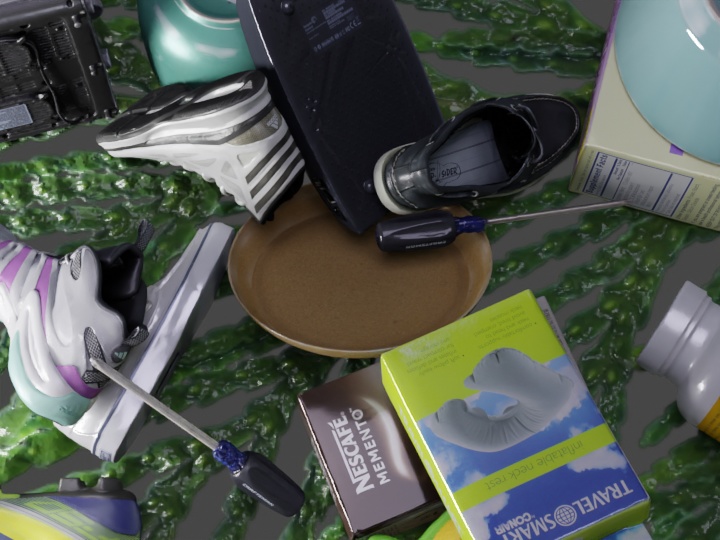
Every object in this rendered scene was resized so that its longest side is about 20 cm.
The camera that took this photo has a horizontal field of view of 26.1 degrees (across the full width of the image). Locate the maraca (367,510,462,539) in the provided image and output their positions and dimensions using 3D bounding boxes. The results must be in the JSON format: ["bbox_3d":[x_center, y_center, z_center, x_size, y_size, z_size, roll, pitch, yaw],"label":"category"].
[{"bbox_3d":[0.090,0.226,1.095,0.198,0.107,0.138,-14,88,4],"label":"maraca"}]

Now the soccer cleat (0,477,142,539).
[{"bbox_3d":[-0.258,0.197,1.124,0.198,0.065,0.084,-4,78,-1],"label":"soccer cleat"}]

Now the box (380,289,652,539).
[{"bbox_3d":[0.107,0.123,1.057,0.121,0.048,0.201,-23,61,-8],"label":"box"}]

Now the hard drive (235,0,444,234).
[{"bbox_3d":[-0.012,-0.143,1.181,0.135,0.042,0.201,-38,111,-35],"label":"hard drive"}]

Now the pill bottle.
[{"bbox_3d":[0.306,0.092,1.141,0.199,0.104,0.105,33,74,10],"label":"pill bottle"}]

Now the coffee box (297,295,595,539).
[{"bbox_3d":[0.065,0.114,1.144,0.199,0.080,0.114,-22,73,-8],"label":"coffee box"}]

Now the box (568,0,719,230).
[{"bbox_3d":[0.283,-0.132,1.220,0.198,0.097,0.177,15,72,3],"label":"box"}]

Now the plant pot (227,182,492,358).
[{"bbox_3d":[0.000,0.000,1.170,0.198,0.028,0.201,-1,42,1],"label":"plant pot"}]

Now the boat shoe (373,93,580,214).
[{"bbox_3d":[0.105,-0.096,1.190,0.198,0.066,0.075,-16,89,-31],"label":"boat shoe"}]

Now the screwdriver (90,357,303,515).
[{"bbox_3d":[-0.113,0.118,1.102,0.200,0.029,0.028,41,76,-32],"label":"screwdriver"}]

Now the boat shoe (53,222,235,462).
[{"bbox_3d":[-0.163,0.043,1.170,0.065,0.074,0.201,27,72,4],"label":"boat shoe"}]

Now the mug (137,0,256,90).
[{"bbox_3d":[-0.107,-0.223,1.236,0.151,0.115,0.186,-22,73,-7],"label":"mug"}]

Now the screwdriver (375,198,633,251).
[{"bbox_3d":[0.109,-0.035,1.170,0.198,0.029,0.028,-4,31,-8],"label":"screwdriver"}]

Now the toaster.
[{"bbox_3d":[-0.295,-0.178,1.189,0.198,0.181,0.119,-15,67,-5],"label":"toaster"}]

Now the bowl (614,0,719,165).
[{"bbox_3d":[0.293,-0.187,1.133,0.199,0.105,0.203,0,70,-1],"label":"bowl"}]

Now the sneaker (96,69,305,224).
[{"bbox_3d":[-0.119,-0.080,1.189,0.076,0.200,0.116,-45,117,-32],"label":"sneaker"}]

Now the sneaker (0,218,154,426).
[{"bbox_3d":[-0.210,0.003,1.144,0.140,0.078,0.200,-43,56,10],"label":"sneaker"}]
